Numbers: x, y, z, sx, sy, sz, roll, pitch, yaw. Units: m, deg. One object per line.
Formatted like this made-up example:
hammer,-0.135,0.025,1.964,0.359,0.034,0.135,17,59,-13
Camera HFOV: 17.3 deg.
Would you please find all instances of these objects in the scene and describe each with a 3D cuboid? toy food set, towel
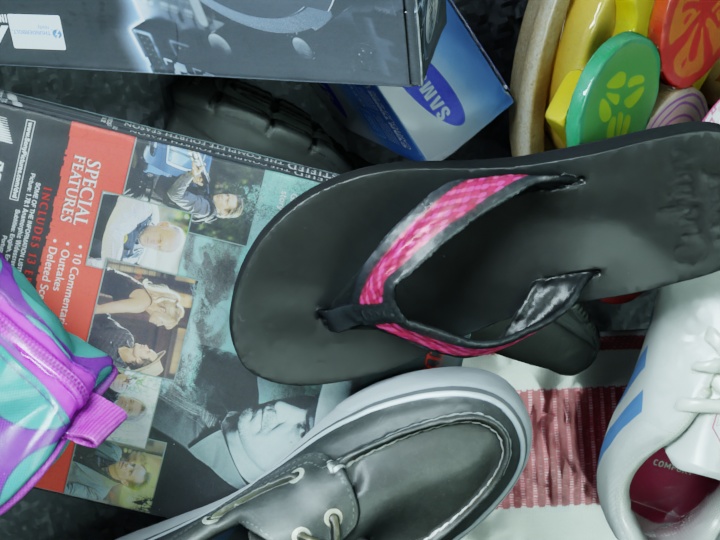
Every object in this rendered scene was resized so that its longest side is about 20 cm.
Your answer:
toy food set,0.125,-0.088,0.923,0.199,0.048,0.200,-60,149,-9
towel,0.069,0.124,0.983,0.143,0.023,0.201,-2,99,-3

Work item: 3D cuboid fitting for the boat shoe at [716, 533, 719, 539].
boat shoe,0.157,0.145,1.026,0.065,0.073,0.201,13,96,-30

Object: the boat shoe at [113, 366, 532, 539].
boat shoe,-0.025,0.104,0.862,0.199,0.057,0.069,-29,107,7

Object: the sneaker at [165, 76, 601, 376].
sneaker,0.000,0.000,0.922,0.199,0.076,0.091,26,101,-13

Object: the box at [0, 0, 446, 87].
box,-0.076,-0.143,0.776,0.199,0.044,0.161,5,128,14

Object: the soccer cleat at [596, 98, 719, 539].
soccer cleat,0.141,0.029,0.893,0.069,0.086,0.201,10,116,-6

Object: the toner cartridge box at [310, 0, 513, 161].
toner cartridge box,-0.028,-0.134,0.859,0.043,0.095,0.200,-39,115,-8

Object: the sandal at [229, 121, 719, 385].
sandal,0.047,-0.005,0.831,0.199,0.045,0.075,-15,114,6

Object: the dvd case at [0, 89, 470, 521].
dvd case,-0.062,0.024,0.876,0.199,0.022,0.147,13,107,-4

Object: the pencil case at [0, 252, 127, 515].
pencil case,-0.171,-0.009,0.809,0.200,0.092,0.085,51,43,-14
